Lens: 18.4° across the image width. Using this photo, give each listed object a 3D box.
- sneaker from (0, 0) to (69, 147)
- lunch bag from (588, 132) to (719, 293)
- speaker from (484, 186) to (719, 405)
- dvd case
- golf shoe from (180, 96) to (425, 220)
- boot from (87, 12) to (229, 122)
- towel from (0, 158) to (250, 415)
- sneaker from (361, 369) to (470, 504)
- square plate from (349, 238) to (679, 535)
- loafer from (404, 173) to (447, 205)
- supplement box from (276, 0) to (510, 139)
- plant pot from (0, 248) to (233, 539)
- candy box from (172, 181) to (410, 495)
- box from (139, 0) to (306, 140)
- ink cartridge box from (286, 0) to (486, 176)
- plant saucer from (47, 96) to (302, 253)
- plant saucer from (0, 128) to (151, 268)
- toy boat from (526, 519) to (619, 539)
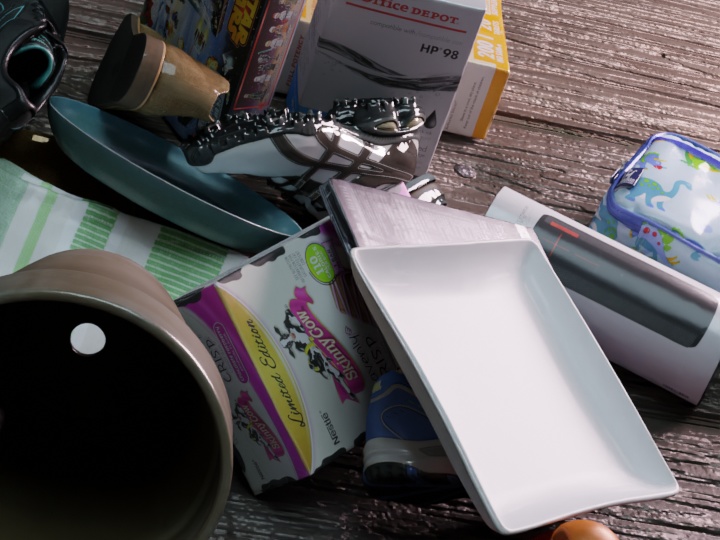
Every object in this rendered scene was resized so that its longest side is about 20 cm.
[{"bbox_3d":[-0.229,-0.146,1.533,0.075,0.079,0.201,50,33,-27],"label":"sneaker"},{"bbox_3d":[0.278,-0.018,1.698,0.199,0.083,0.161,31,35,12],"label":"lunch bag"},{"bbox_3d":[0.172,0.017,1.605,0.199,0.081,0.081,27,37,9],"label":"speaker"},{"bbox_3d":[0.071,0.016,1.458,0.199,0.016,0.149,11,44,-43],"label":"dvd case"},{"bbox_3d":[-0.036,-0.073,1.605,0.199,0.095,0.078,-8,13,-32],"label":"golf shoe"},{"bbox_3d":[-0.148,-0.138,1.617,0.075,0.074,0.200,21,6,-19],"label":"boot"},{"bbox_3d":[-0.173,0.017,1.452,0.199,0.023,0.153,22,53,-10],"label":"towel"},{"bbox_3d":[0.090,0.109,1.427,0.199,0.076,0.077,11,63,-34],"label":"sneaker"},{"bbox_3d":[0.092,0.070,1.381,0.199,0.028,0.199,-4,58,-51],"label":"square plate"},{"bbox_3d":[0.000,0.000,1.570,0.063,0.072,0.200,51,49,5],"label":"loafer"},{"bbox_3d":[0.014,-0.189,1.792,0.199,0.074,0.126,12,37,-10],"label":"supplement box"},{"bbox_3d":[-0.171,0.072,1.312,0.199,0.201,0.174,15,21,-7],"label":"plant pot"},{"bbox_3d":[-0.019,0.040,1.451,0.200,0.061,0.137,-31,95,-45],"label":"candy box"},{"bbox_3d":[-0.103,-0.191,1.636,0.040,0.201,0.137,-9,46,-36],"label":"box"},{"bbox_3d":[0.022,-0.178,1.677,0.115,0.201,0.067,12,37,-9],"label":"ink cartridge box"},{"bbox_3d":[-0.132,-0.062,1.543,0.199,0.028,0.200,28,8,-4],"label":"plant saucer"},{"bbox_3d":[-0.232,-0.041,1.527,0.199,0.036,0.201,12,38,-10],"label":"plant saucer"},{"bbox_3d":[0.115,0.200,1.307,0.199,0.131,0.131,-17,50,-39],"label":"toy boat"}]
